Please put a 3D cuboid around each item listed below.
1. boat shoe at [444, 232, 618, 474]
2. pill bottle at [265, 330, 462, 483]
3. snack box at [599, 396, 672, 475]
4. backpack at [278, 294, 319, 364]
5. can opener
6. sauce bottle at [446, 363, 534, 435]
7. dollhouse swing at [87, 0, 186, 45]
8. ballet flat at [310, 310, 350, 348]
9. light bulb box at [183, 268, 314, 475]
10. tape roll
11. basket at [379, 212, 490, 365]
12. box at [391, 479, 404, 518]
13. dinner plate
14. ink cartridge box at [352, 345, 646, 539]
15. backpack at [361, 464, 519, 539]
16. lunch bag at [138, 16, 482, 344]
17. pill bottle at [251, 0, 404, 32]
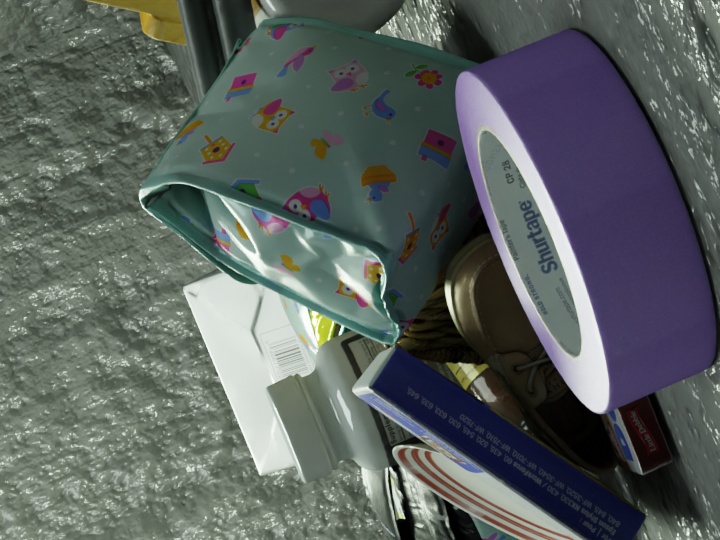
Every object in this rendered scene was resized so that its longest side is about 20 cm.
[{"bbox_3d":[0.121,0.055,1.414,0.200,0.071,0.065,54,175,-38],"label":"boat shoe"},{"bbox_3d":[0.032,0.090,1.689,0.111,0.199,0.111,158,90,-85],"label":"pill bottle"},{"bbox_3d":[0.142,0.028,1.352,0.072,0.024,0.201,167,81,-85],"label":"snack box"},{"bbox_3d":[0.009,0.012,1.860,0.200,0.153,0.176,56,167,21],"label":"backpack"},{"bbox_3d":[-0.098,-0.207,1.508,0.067,0.053,0.201,-22,-79,-65],"label":"can opener"},{"bbox_3d":[0.100,0.065,1.604,0.200,0.065,0.065,54,171,14],"label":"sauce bottle"},{"bbox_3d":[-0.160,-0.295,1.653,0.182,0.175,0.201,-111,37,-67],"label":"dollhouse swing"},{"bbox_3d":[0.000,0.000,1.698,0.067,0.067,0.200,62,150,24],"label":"ballet flat"},{"bbox_3d":[-0.035,0.060,2.061,0.200,0.125,0.199,-29,-81,-52],"label":"light bulb box"},{"bbox_3d":[0.120,-0.026,1.175,0.200,0.065,0.201,157,90,-83],"label":"tape roll"},{"bbox_3d":[0.036,-0.022,1.532,0.149,0.142,0.200,76,170,-49],"label":"basket"},{"bbox_3d":[0.085,0.182,1.929,0.048,0.117,0.201,43,156,54],"label":"box"},{"bbox_3d":[0.117,0.172,1.624,0.200,0.024,0.200,25,164,7],"label":"dinner plate"},{"bbox_3d":[0.090,0.118,1.416,0.197,0.047,0.200,35,174,-2],"label":"ink cartridge box"},{"bbox_3d":[0.088,0.175,1.814,0.167,0.127,0.200,20,142,48],"label":"backpack"},{"bbox_3d":[-0.025,-0.070,1.408,0.199,0.171,0.122,21,152,22],"label":"lunch bag"},{"bbox_3d":[-0.029,-0.212,1.558,0.200,0.114,0.115,-178,66,-83],"label":"pill bottle"}]
